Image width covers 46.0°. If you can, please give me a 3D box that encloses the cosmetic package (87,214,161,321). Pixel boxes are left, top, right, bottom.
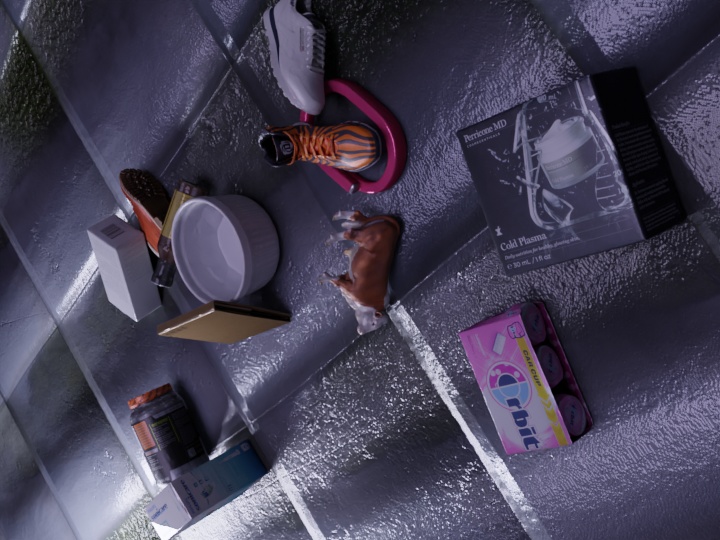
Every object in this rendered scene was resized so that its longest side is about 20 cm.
[{"bbox_3d":[-0.482,-0.004,1.742,0.101,0.071,0.200,30,140,31],"label":"cosmetic package"}]

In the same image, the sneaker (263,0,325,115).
[{"bbox_3d":[-0.087,-0.331,1.279,0.080,0.076,0.200,-26,73,28],"label":"sneaker"}]

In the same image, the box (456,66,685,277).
[{"bbox_3d":[0.253,-0.116,1.033,0.200,0.124,0.197,-18,91,44],"label":"box"}]

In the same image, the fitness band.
[{"bbox_3d":[-0.015,-0.205,1.303,0.200,0.037,0.144,44,129,21],"label":"fitness band"}]

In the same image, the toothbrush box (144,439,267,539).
[{"bbox_3d":[-0.308,0.438,1.690,0.085,0.200,0.146,56,132,12],"label":"toothbrush box"}]

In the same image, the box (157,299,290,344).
[{"bbox_3d":[-0.251,0.098,1.548,0.200,0.163,0.021,-22,64,45],"label":"box"}]

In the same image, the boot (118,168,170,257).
[{"bbox_3d":[-0.422,-0.111,1.687,0.200,0.075,0.107,50,137,16],"label":"boot"}]

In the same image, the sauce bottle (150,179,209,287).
[{"bbox_3d":[-0.342,-0.068,1.587,0.065,0.065,0.200,26,99,33],"label":"sauce bottle"}]

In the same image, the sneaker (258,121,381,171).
[{"bbox_3d":[-0.071,-0.179,1.261,0.200,0.112,0.078,7,108,39],"label":"sneaker"}]

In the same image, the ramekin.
[{"bbox_3d":[-0.236,-0.042,1.517,0.200,0.105,0.200,16,115,38],"label":"ramekin"}]

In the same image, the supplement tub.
[{"bbox_3d":[-0.412,0.350,1.808,0.123,0.122,0.200,-26,87,44],"label":"supplement tub"}]

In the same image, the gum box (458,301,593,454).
[{"bbox_3d":[0.228,0.147,1.187,0.113,0.066,0.200,-23,89,45],"label":"gum box"}]

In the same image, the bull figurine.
[{"bbox_3d":[0.000,0.000,1.332,0.121,0.065,0.200,14,110,3],"label":"bull figurine"}]
